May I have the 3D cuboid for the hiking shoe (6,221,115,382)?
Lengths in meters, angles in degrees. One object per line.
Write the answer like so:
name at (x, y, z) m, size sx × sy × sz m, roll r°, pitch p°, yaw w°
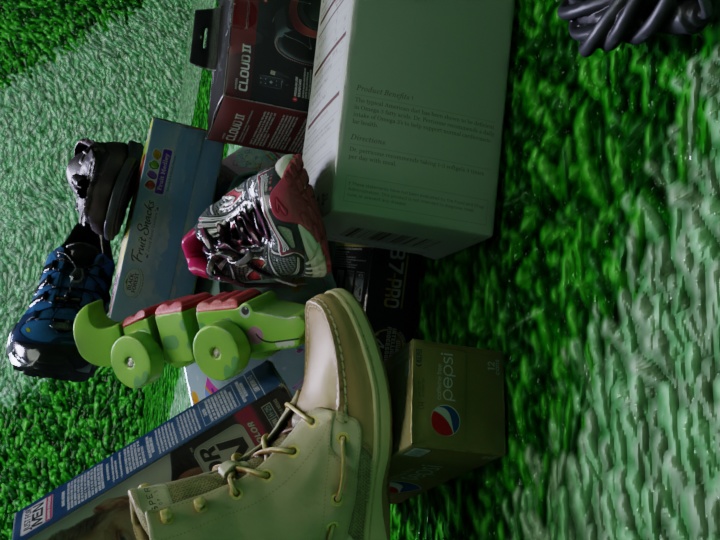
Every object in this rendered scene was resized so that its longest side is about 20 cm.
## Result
hiking shoe at (-0.241, 0.021, 0.872) m, size 0.200 × 0.074 × 0.087 m, roll -114°, pitch 34°, yaw -68°

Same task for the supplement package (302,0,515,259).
supplement package at (0.029, -0.121, 0.757) m, size 0.117 × 0.116 × 0.201 m, roll 155°, pitch 123°, yaw -73°

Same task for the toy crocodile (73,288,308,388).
toy crocodile at (-0.114, 0.041, 0.748) m, size 0.199 × 0.067 × 0.062 m, roll -8°, pitch 98°, yaw 32°

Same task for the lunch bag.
lunch bag at (-0.089, 0.038, 0.914) m, size 0.171 × 0.121 × 0.201 m, roll 109°, pitch 154°, yaw -43°

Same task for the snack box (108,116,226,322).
snack box at (-0.171, -0.022, 0.928) m, size 0.200 × 0.067 × 0.170 m, roll 148°, pitch 134°, yaw -76°

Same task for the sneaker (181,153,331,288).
sneaker at (-0.071, -0.021, 0.727) m, size 0.200 × 0.074 × 0.081 m, roll 149°, pitch 106°, yaw -72°

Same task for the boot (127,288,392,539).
boot at (-0.063, 0.116, 0.651) m, size 0.073 × 0.154 × 0.201 m, roll -159°, pitch 66°, yaw -68°

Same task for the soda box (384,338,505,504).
soda box at (0.029, 0.110, 0.734) m, size 0.200 × 0.064 × 0.068 m, roll 133°, pitch 142°, yaw -62°

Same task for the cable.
cable at (0.148, -0.208, 0.534) m, size 0.163 × 0.050 × 0.201 m, roll -175°, pitch 91°, yaw -79°

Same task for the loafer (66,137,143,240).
loafer at (-0.222, -0.074, 0.903) m, size 0.200 × 0.063 × 0.072 m, roll -115°, pitch 42°, yaw -73°

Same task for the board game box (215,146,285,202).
board game box at (-0.091, -0.059, 1.080) m, size 0.199 × 0.043 × 0.201 m, roll -44°, pitch -19°, yaw -49°

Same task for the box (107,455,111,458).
box at (-0.155, 0.240, 1.057) m, size 0.095 × 0.199 × 0.100 m, roll 146°, pitch 131°, yaw -70°

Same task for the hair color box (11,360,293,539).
hair color box at (-0.118, 0.158, 0.718) m, size 0.100 × 0.199 × 0.061 m, roll 61°, pitch 173°, yaw -17°

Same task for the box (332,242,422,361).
box at (0.000, 0.000, 0.922) m, size 0.200 × 0.049 × 0.162 m, roll -177°, pitch 93°, yaw -75°

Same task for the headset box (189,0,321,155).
headset box at (-0.035, -0.170, 0.860) m, size 0.075 × 0.199 × 0.150 m, roll 131°, pitch 143°, yaw -62°
